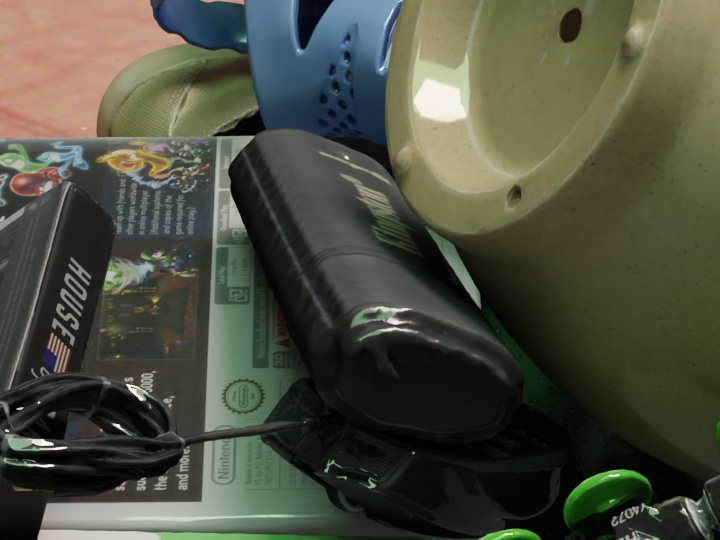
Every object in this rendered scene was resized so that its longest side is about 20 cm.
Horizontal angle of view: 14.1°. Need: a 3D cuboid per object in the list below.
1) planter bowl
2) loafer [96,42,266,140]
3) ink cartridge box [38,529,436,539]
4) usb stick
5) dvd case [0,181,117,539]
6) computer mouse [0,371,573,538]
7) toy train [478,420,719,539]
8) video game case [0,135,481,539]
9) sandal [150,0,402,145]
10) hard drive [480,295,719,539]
[{"bbox_3d":[0.091,-0.047,0.746,0.134,0.201,0.200,19,23,-30],"label":"planter bowl"},{"bbox_3d":[0.013,-0.051,0.983,0.199,0.076,0.068,-16,37,-6],"label":"loafer"},{"bbox_3d":[-0.051,0.152,0.660,0.145,0.084,0.200,1,33,1],"label":"ink cartridge box"},{"bbox_3d":[0.000,0.000,0.780,0.055,0.033,0.200,13,13,-13],"label":"usb stick"},{"bbox_3d":[-0.150,0.072,0.730,0.200,0.025,0.151,-34,25,23],"label":"dvd case"},{"bbox_3d":[-0.019,0.049,0.700,0.199,0.034,0.059,4,19,-46],"label":"computer mouse"},{"bbox_3d":[0.113,0.049,0.680,0.199,0.056,0.042,-29,53,11],"label":"toy train"},{"bbox_3d":[-0.054,0.019,0.852,0.181,0.023,0.200,0,34,-1],"label":"video game case"},{"bbox_3d":[0.003,-0.069,0.908,0.087,0.080,0.200,-42,55,0],"label":"sandal"},{"bbox_3d":[0.002,0.059,0.844,0.199,0.038,0.140,-9,35,-11],"label":"hard drive"}]
